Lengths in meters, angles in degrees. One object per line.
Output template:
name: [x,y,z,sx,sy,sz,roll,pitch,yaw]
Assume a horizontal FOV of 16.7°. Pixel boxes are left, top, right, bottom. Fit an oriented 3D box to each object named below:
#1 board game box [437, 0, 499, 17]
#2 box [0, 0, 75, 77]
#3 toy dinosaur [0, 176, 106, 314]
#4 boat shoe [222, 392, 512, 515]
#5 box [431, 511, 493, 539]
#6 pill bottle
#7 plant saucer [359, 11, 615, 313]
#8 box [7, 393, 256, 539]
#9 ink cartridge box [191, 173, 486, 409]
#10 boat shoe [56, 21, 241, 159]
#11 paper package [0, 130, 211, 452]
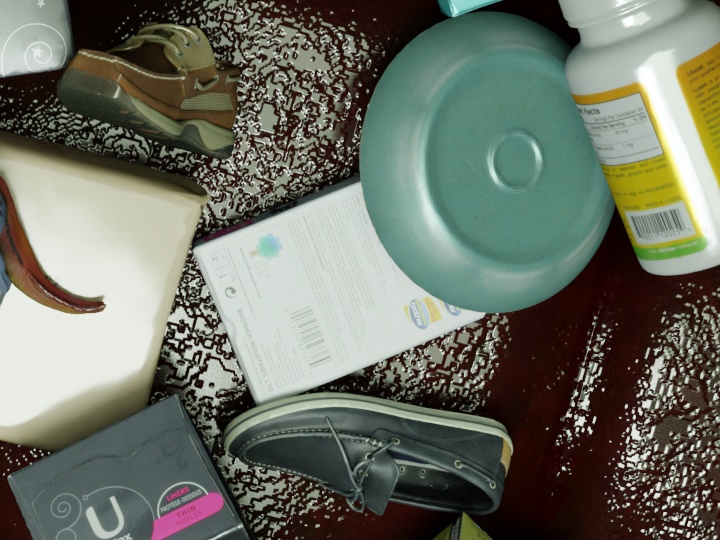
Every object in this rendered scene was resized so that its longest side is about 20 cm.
board game box: [0.097,-0.286,1.609,0.151,0.047,0.201,-19,101,-6]
box: [-0.284,-0.170,1.526,0.199,0.132,0.115,-10,101,-7]
toy dinosaur: [-0.255,-0.062,1.476,0.200,0.105,0.182,-3,98,-48]
boat shoe: [0.007,0.127,1.641,0.199,0.075,0.062,8,56,-12]
box: [0.024,0.254,1.645,0.075,0.050,0.200,44,113,-11]
pill bottle: [0.199,-0.108,1.588,0.111,0.111,0.201,-24,103,-4]
plant saucer: [0.096,-0.072,1.615,0.199,0.036,0.201,0,90,-27]
box: [-0.129,0.183,1.561,0.122,0.200,0.106,-27,62,-4]
ink cartridge box: [0.000,0.000,1.642,0.199,0.042,0.120,-22,100,-3]
boat shoe: [-0.129,-0.121,1.537,0.075,0.200,0.074,17,90,16]
paper package: [-0.220,0.011,1.580,0.199,0.103,0.191,14,96,-11]
